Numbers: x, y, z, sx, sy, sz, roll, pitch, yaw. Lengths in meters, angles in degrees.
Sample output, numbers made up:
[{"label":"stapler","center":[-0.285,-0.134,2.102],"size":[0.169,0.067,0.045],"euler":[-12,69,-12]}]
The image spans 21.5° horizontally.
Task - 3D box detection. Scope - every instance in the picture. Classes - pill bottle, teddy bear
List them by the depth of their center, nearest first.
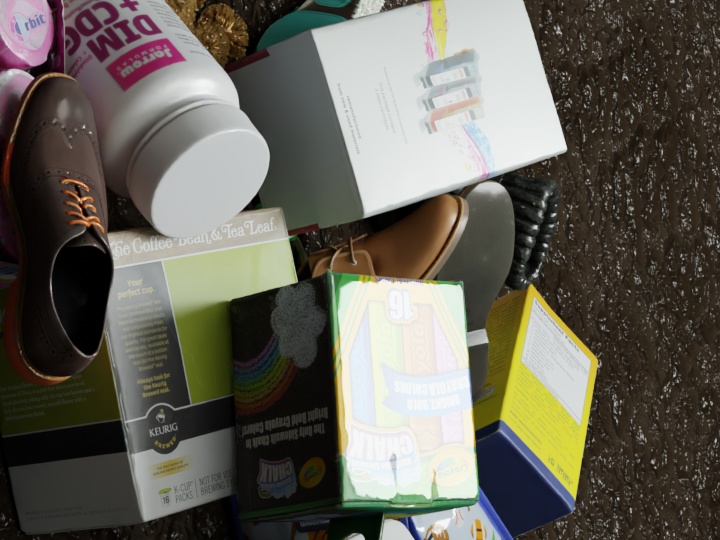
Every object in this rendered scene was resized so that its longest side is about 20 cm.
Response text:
[{"label":"pill bottle","center":[-0.154,-0.122,1.306],"size":[0.113,0.114,0.200],"euler":[5,37,-51]},{"label":"teddy bear","center":[-0.150,-0.168,1.462],"size":[0.200,0.067,0.146],"euler":[-34,106,-51]}]

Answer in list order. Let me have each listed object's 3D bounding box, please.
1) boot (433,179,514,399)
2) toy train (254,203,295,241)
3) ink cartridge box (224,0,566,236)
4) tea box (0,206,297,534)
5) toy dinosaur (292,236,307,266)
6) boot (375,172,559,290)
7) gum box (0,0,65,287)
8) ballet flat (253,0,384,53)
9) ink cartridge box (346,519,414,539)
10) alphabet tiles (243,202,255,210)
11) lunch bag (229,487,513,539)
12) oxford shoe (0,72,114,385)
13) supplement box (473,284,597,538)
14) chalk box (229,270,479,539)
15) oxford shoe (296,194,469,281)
[{"label":"boot","center":[0.075,0.009,1.574],"size":[0.073,0.075,0.201],"euler":[-4,119,-27]},{"label":"toy train","center":[-0.055,-0.044,1.553],"size":[0.200,0.056,0.042],"euler":[-34,107,-54]},{"label":"ink cartridge box","center":[0.028,-0.124,1.462],"size":[0.199,0.145,0.145],"euler":[-18,93,-31]},{"label":"tea box","center":[-0.146,0.068,1.349],"size":[0.200,0.133,0.198],"euler":[-10,90,-50]},{"label":"toy dinosaur","center":[0.006,0.056,1.593],"size":[0.047,0.088,0.201],"euler":[-41,114,-31]},{"label":"boot","center":[0.092,-0.090,1.620],"size":[0.079,0.157,0.212],"euler":[-47,147,-33]},{"label":"gum box","center":[-0.256,-0.091,1.266],"size":[0.066,0.113,0.201],"euler":[10,74,-49]},{"label":"ballet flat","center":[-0.027,-0.203,1.634],"size":[0.072,0.071,0.200],"euler":[61,41,-22]},{"label":"ink cartridge box","center":[-0.012,0.299,1.380],"size":[0.083,0.200,0.145],"euler":[-15,60,-51]},{"label":"alphabet tiles","center":[-0.104,0.029,1.522],"size":[0.200,0.006,0.167],"euler":[58,43,-25]},{"label":"lunch bag","center":[0.003,0.200,1.485],"size":[0.201,0.169,0.124],"euler":[60,36,-25]},{"label":"oxford shoe","center":[-0.180,-0.032,1.189],"size":[0.071,0.072,0.201],"euler":[5,76,-37]},{"label":"supplement box","center":[0.126,0.128,1.666],"size":[0.109,0.109,0.200],"euler":[47,34,-22]},{"label":"chalk box","center":[-0.004,0.112,1.291],"size":[0.123,0.125,0.201],"euler":[4,78,-37]},{"label":"oxford shoe","center":[0.000,0.000,1.510],"size":[0.071,0.200,0.071],"euler":[43,17,-29]}]
